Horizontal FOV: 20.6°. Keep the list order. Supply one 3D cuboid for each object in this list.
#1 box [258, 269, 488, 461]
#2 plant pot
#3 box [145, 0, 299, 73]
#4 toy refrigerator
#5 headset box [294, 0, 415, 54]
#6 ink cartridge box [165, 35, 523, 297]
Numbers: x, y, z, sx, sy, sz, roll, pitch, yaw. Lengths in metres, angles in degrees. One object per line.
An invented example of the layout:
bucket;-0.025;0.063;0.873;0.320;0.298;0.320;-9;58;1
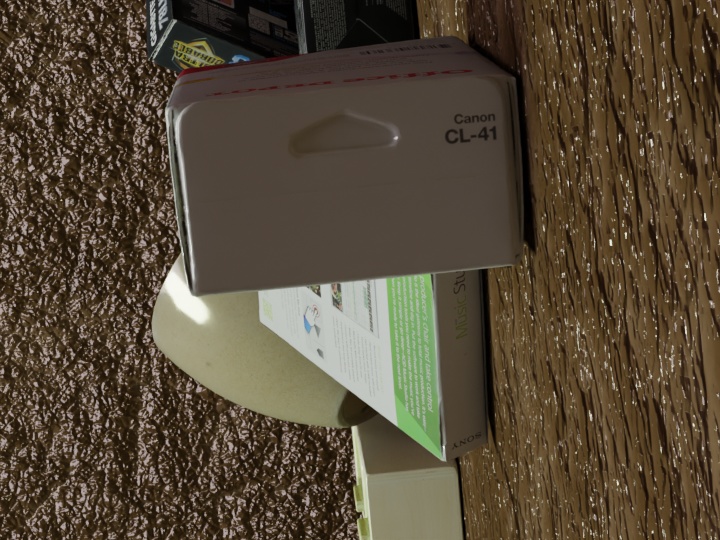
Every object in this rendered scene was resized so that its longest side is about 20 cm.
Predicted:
box;0.000;0.000;1.105;0.200;0.036;0.145;36;137;50
plant pot;-0.025;0.029;1.369;0.134;0.200;0.201;44;160;23
box;-0.073;-0.201;1.572;0.050;0.199;0.199;-56;27;31
toy refrigerator;0.028;0.146;1.412;0.200;0.070;0.076;-108;12;-77
headset box;-0.010;-0.203;1.376;0.200;0.075;0.150;-153;58;-87
ink cartridge box;-0.011;-0.052;0.901;0.200;0.147;0.086;-102;7;-78
